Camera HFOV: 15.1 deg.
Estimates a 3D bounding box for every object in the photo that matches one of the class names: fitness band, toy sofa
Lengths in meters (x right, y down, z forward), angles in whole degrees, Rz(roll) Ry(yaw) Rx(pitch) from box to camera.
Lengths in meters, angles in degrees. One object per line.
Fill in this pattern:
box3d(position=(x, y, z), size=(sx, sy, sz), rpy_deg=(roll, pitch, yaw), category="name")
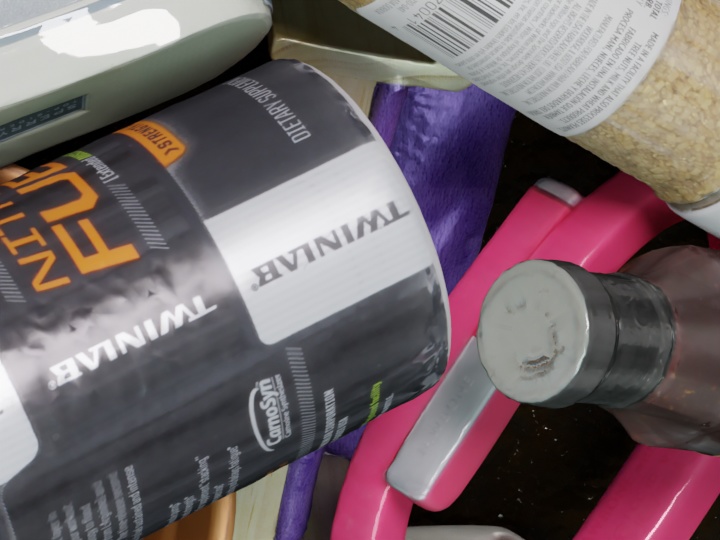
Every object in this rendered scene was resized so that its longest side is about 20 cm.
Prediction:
box3d(position=(0.068, 0.052, 0.884), size=(0.200, 0.037, 0.144), rpy_deg=(-54, 139, -8), category="fitness band")
box3d(position=(0.000, 0.000, 0.889), size=(0.097, 0.083, 0.201), rpy_deg=(9, 118, -8), category="toy sofa")

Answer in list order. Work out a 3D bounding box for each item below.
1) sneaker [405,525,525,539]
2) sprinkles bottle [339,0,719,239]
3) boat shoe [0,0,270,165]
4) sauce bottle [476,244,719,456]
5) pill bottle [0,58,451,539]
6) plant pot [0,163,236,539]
box3d(position=(0.062, 0.161, 0.985), size=(0.199, 0.075, 0.105), rpy_deg=(28, 119, -13), category="sneaker")
box3d(position=(0.053, -0.079, 0.780), size=(0.199, 0.068, 0.068), rpy_deg=(29, 113, -24), category="sprinkles bottle")
box3d(position=(-0.126, -0.066, 0.767), size=(0.200, 0.070, 0.072), rpy_deg=(-20, 76, -19), category="boat shoe")
box3d(position=(0.112, 0.027, 0.826), size=(0.199, 0.066, 0.066), rpy_deg=(4, 126, -48), category="sauce bottle")
box3d(position=(-0.083, 0.027, 0.752), size=(0.199, 0.106, 0.107), rpy_deg=(-26, 121, -19), category="pill bottle")
box3d(position=(-0.151, 0.068, 0.855), size=(0.199, 0.140, 0.201), rpy_deg=(2, 85, -17), category="plant pot")
